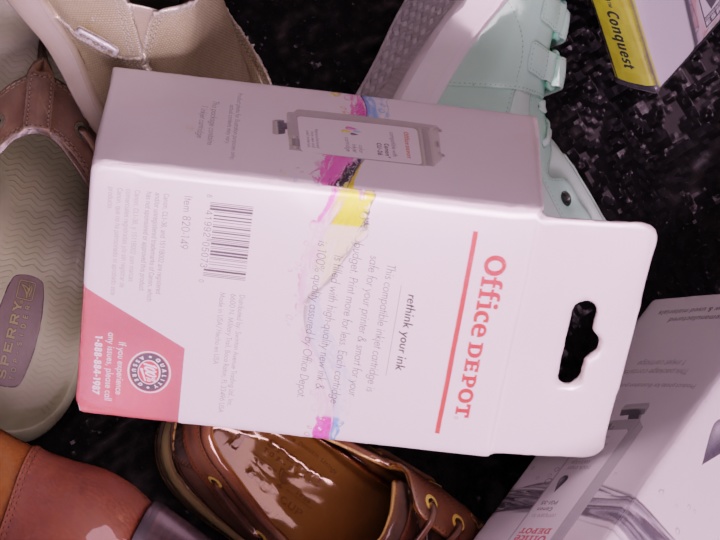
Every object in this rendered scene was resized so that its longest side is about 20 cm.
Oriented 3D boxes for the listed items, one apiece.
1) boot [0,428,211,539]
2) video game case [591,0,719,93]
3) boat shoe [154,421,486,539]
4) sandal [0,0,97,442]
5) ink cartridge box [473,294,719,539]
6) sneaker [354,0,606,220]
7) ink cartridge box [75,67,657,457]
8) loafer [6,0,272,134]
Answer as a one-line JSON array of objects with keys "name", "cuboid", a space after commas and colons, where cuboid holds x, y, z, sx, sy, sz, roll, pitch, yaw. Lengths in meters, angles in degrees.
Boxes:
[{"name": "boot", "cuboid": [-0.180, 0.130, 0.773, 0.200, 0.068, 0.189, 31, 100, 2]}, {"name": "video game case", "cuboid": [0.148, -0.203, 0.834, 0.200, 0.025, 0.181, -47, 135, -24]}, {"name": "boat shoe", "cuboid": [0.008, 0.112, 0.815, 0.200, 0.068, 0.072, 35, 77, -6]}, {"name": "sandal", "cuboid": [-0.124, -0.031, 0.810, 0.080, 0.057, 0.202, 7, 82, -11]}, {"name": "ink cartridge box", "cuboid": [0.128, 0.129, 0.798, 0.147, 0.083, 0.200, 49, 64, -19]}, {"name": "sneaker", "cuboid": [0.067, -0.068, 0.856, 0.118, 0.074, 0.201, 40, 68, -20]}, {"name": "ink cartridge box", "cuboid": [0.000, 0.000, 0.759, 0.199, 0.117, 0.068, 7, 36, -3]}, {"name": "loafer", "cuboid": [-0.081, -0.101, 0.773, 0.068, 0.200, 0.076, -7, 57, 28]}]
